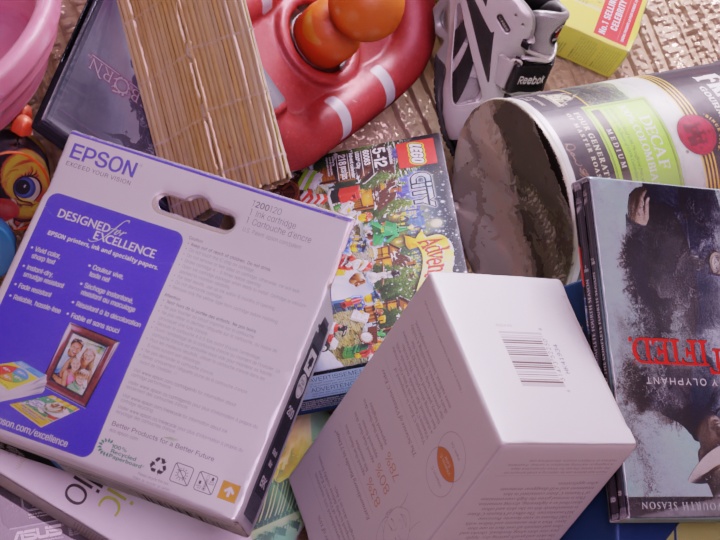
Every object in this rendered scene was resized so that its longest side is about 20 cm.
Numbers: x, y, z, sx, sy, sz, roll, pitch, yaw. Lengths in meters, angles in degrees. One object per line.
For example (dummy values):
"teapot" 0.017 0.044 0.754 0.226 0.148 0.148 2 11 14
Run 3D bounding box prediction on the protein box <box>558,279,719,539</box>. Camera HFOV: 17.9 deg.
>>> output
"protein box" 0.145 0.126 1.431 0.134 0.200 0.200 10 71 -32

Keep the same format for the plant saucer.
"plant saucer" -0.277 -0.128 1.463 0.200 0.200 0.051 -44 130 -19

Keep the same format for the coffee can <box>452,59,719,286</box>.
"coffee can" 0.182 -0.056 1.517 0.199 0.146 0.148 -12 76 -27

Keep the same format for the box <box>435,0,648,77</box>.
"box" 0.104 -0.213 1.617 0.199 0.050 0.076 24 70 -5

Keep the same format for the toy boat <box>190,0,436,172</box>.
"toy boat" -0.017 -0.160 1.509 0.131 0.130 0.200 55 47 -5

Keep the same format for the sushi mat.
"sushi mat" -0.105 -0.136 1.451 0.012 0.095 0.202 -1 73 -56

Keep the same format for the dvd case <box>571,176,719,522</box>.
"dvd case" 0.195 0.048 1.349 0.145 0.022 0.202 5 75 -34

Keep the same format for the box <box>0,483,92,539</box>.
"box" -0.153 0.099 1.472 0.198 0.048 0.160 -10 77 -15

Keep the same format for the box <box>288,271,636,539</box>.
"box" 0.055 0.113 1.343 0.097 0.200 0.125 3 48 -32

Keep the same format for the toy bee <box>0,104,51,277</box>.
"toy bee" -0.241 -0.056 1.469 0.199 0.110 0.131 -14 33 -28

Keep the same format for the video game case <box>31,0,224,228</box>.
"video game case" -0.125 -0.132 1.509 0.143 0.019 0.201 36 51 -25

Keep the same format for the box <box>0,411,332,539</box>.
"box" -0.121 0.112 1.431 0.199 0.036 0.145 32 71 -4

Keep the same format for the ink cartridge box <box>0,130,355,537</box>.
"ink cartridge box" -0.123 0.035 1.387 0.197 0.043 0.201 18 73 13

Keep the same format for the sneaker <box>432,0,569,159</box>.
"sneaker" 0.099 -0.146 1.543 0.074 0.088 0.202 -29 116 -53

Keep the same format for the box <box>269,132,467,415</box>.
"box" 0.000 0.000 1.471 0.135 0.038 0.201 -11 44 2
